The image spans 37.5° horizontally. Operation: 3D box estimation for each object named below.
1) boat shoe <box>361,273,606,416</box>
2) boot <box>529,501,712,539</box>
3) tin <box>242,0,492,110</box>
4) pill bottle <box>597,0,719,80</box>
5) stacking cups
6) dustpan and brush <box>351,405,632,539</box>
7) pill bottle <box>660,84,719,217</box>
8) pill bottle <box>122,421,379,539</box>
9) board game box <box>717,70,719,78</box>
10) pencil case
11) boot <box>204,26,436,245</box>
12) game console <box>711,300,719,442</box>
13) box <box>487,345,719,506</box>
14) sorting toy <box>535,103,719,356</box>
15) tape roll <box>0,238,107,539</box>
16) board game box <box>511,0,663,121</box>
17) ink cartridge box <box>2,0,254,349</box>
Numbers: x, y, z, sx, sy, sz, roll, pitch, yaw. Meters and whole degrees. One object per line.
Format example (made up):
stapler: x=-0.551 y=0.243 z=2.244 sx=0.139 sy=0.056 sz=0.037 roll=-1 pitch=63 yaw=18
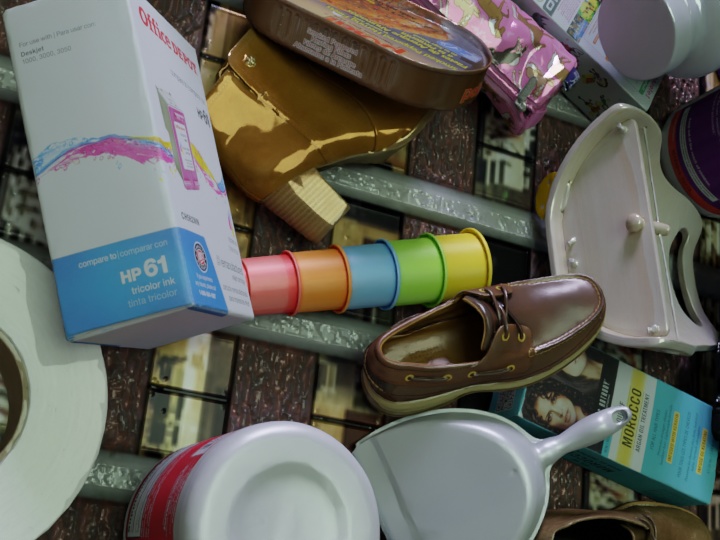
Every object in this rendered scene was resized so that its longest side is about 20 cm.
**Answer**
boat shoe: x=0.095 y=0.048 z=0.780 sx=0.197 sy=0.068 sz=0.073 roll=-18 pitch=62 yaw=-10
boot: x=0.211 y=0.217 z=0.828 sx=0.197 sy=0.075 sz=0.075 roll=6 pitch=72 yaw=-26
tin: x=0.002 y=-0.178 z=0.788 sx=0.198 sy=0.042 sz=0.112 roll=29 pitch=29 yaw=14
pill bottle: x=0.294 y=-0.228 z=0.891 sx=0.198 sy=0.112 sz=0.114 roll=-26 pitch=89 yaw=-30
stacking cups: x=0.000 y=0.000 z=0.788 sx=0.196 sy=0.060 sz=0.062 roll=-2 pitch=78 yaw=-25
dustpan and brush: x=0.109 y=0.148 z=0.777 sx=0.198 sy=0.057 sz=0.141 roll=-27 pitch=81 yaw=9
pill bottle: x=0.362 y=-0.124 z=0.918 sx=0.111 sy=0.199 sz=0.115 roll=7 pitch=74 yaw=-24
pill bottle: x=-0.077 y=0.155 z=0.626 sx=0.110 sy=0.199 sz=0.115 roll=7 pitch=74 yaw=-24
board game box: x=0.498 y=-0.175 z=1.001 sx=0.197 sy=0.199 sz=0.203 roll=-19 pitch=86 yaw=-28
pencil case: x=0.086 y=-0.205 z=0.868 sx=0.199 sy=0.086 sz=0.083 roll=42 pitch=85 yaw=-11
boot: x=-0.028 y=-0.133 z=0.799 sx=0.144 sy=0.071 sz=0.202 roll=45 pitch=65 yaw=-9
game console: x=0.362 y=0.056 z=0.878 sx=0.170 sy=0.117 sz=0.203 roll=42 pitch=53 yaw=-41
box: x=0.202 y=0.119 z=0.862 sx=0.198 sy=0.049 sz=0.084 roll=25 pitch=67 yaw=-19
sorting toy: x=0.247 y=-0.008 z=0.895 sx=0.178 sy=0.106 sz=0.204 roll=15 pitch=63 yaw=-39
tape roll: x=-0.256 y=0.078 z=0.630 sx=0.199 sy=0.071 sz=0.207 roll=7 pitch=75 yaw=-25
board game box: x=0.195 y=-0.247 z=0.944 sx=0.199 sy=0.064 sz=0.149 roll=40 pitch=63 yaw=-12
ink cartridge box: x=-0.142 y=-0.060 z=0.672 sx=0.083 sy=0.145 sz=0.204 roll=-15 pitch=83 yaw=6
